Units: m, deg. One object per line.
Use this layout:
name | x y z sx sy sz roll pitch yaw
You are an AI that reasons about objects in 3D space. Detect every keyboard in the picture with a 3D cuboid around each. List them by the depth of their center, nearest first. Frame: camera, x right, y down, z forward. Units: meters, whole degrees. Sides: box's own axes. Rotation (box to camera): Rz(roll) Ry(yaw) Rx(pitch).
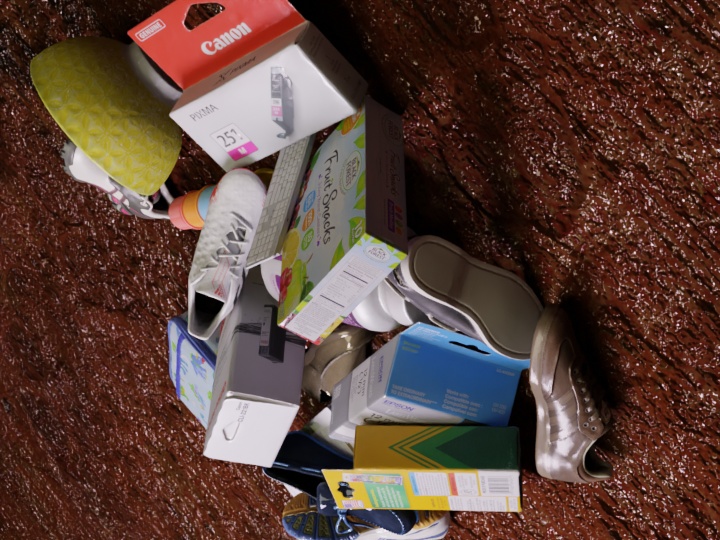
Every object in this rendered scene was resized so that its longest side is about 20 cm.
keyboard | -0.074 -0.096 1.333 0.011 0.201 0.056 31 152 -31

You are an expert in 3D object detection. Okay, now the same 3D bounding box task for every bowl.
bowl | -0.261 -0.195 1.500 0.107 0.200 0.201 -39 86 11

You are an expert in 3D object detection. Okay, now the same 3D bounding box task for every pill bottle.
pill bottle | 0.000 0.000 1.370 0.199 0.112 0.113 14 128 43

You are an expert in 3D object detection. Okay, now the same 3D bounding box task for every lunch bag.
lunch bag | -0.175 0.133 1.681 0.161 0.082 0.200 49 155 17

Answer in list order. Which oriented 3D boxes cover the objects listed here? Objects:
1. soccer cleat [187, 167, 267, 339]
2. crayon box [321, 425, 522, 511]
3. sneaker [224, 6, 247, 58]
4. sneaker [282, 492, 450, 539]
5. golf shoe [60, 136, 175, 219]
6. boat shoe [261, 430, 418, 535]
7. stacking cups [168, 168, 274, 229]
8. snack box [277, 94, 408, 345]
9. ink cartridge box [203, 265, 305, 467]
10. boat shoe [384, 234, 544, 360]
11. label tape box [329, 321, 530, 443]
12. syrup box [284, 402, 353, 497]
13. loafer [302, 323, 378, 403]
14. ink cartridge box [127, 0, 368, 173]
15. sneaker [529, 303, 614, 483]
soccer cleat | -0.142 -0.015 1.402 0.068 0.085 0.201 20 126 -4
crayon box | 0.067 0.206 1.385 0.198 0.052 0.126 -1 152 8
sneaker | -0.104 -0.236 1.361 0.201 0.071 0.083 105 156 -52
sneaker | 0.009 0.299 1.564 0.198 0.076 0.088 -4 147 16
golf shoe | -0.279 -0.118 1.588 0.088 0.078 0.200 22 171 24
boat shoe | -0.026 0.254 1.503 0.199 0.069 0.085 19 133 37
stacking cups | -0.155 -0.077 1.545 0.199 0.060 0.061 -6 113 56
snack box | -0.017 -0.050 1.256 0.053 0.201 0.142 28 127 -24
ink cartridge box | -0.115 0.098 1.502 0.083 0.201 0.145 13 142 -10
boat shoe | 0.097 0.026 1.257 0.199 0.074 0.060 28 166 -35
label tape box | 0.073 0.131 1.368 0.142 0.067 0.200 18 151 -20
syrup box | -0.029 0.206 1.595 0.082 0.079 0.200 51 144 6
loafer | -0.021 0.097 1.509 0.068 0.076 0.200 52 154 3
ink cartridge box | -0.118 -0.193 1.298 0.199 0.044 0.174 -20 126 43
sneaker | 0.208 0.119 1.281 0.075 0.071 0.201 8 128 21
